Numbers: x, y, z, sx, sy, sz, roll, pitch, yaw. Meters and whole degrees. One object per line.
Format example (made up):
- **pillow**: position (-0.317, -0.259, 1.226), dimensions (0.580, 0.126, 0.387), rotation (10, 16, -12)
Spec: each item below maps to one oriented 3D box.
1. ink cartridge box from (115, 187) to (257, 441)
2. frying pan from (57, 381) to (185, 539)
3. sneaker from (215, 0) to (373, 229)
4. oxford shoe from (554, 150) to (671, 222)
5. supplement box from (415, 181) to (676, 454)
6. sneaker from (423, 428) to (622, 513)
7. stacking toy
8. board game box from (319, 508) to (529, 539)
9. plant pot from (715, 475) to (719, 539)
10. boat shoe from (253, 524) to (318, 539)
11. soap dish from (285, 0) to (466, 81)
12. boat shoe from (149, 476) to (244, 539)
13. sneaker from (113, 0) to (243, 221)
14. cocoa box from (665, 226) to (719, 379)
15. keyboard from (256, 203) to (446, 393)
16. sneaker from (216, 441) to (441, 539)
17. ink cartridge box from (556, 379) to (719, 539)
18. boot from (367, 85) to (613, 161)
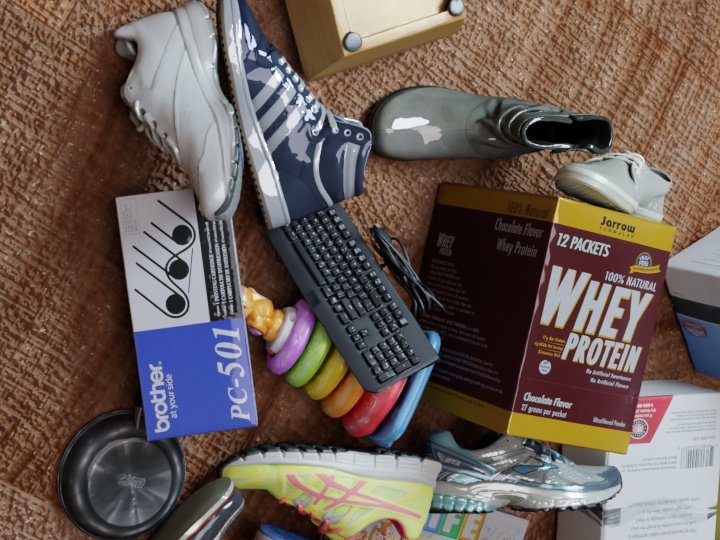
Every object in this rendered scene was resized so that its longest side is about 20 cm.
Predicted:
- **ink cartridge box**: position (-0.142, 0.033, 1.247), dimensions (0.093, 0.044, 0.202), rotation (-8, 93, -4)
- **frying pan**: position (-0.179, 0.146, 1.287), dimensions (0.115, 0.031, 0.191), rotation (39, 82, -28)
- **sneaker**: position (-0.053, -0.143, 1.267), dimensions (0.107, 0.070, 0.202), rotation (-14, 107, -3)
- **oxford shoe**: position (0.227, -0.080, 1.339), dimensions (0.199, 0.075, 0.058), rotation (9, 103, -61)
- **supplement box**: position (0.152, 0.037, 1.345), dimensions (0.132, 0.197, 0.202), rotation (12, 91, -28)
- **sneaker**: position (0.150, 0.179, 1.387), dimensions (0.198, 0.078, 0.087), rotation (1, 83, -16)
- **stacking toy**: position (-0.040, 0.065, 1.315), dimensions (0.199, 0.116, 0.111), rotation (28, 81, -16)
- **board game box**: position (0.053, 0.271, 1.419), dimensions (0.198, 0.034, 0.136), rotation (20, 87, -28)
- **plant pot**: position (0.444, 0.264, 1.560), dimensions (0.198, 0.142, 0.203), rotation (-4, 99, -26)
- **boat shoe**: position (-0.015, 0.287, 1.333), dimensions (0.198, 0.072, 0.073), rotation (23, 91, -18)
- **soap dish**: position (0.004, -0.280, 1.289), dimensions (0.156, 0.081, 0.202), rotation (-20, 105, -23)
- **boat shoe**: position (-0.163, 0.264, 1.279), dimensions (0.062, 0.071, 0.200), rotation (42, 87, -13)
- **sneaker**: position (-0.144, -0.123, 1.212), dimensions (0.086, 0.075, 0.202), rotation (-12, 62, -11)
- **cocoa box**: position (0.420, 0.034, 1.482), dimensions (0.133, 0.199, 0.132), rotation (-30, 110, -21)
- **keyboard**: position (0.000, 0.000, 1.288), dimensions (0.103, 0.040, 0.201), rotation (-25, 70, -23)
- **sneaker**: position (-0.028, 0.198, 1.317), dimensions (0.198, 0.078, 0.091), rotation (6, 88, -7)
- **ink cartridge box**: position (0.277, 0.217, 1.499), dimensions (0.143, 0.084, 0.203), rotation (0, 96, -28)
- **boot**: position (0.117, -0.130, 1.340), dimensions (0.198, 0.130, 0.069), rotation (-4, 99, -27)
